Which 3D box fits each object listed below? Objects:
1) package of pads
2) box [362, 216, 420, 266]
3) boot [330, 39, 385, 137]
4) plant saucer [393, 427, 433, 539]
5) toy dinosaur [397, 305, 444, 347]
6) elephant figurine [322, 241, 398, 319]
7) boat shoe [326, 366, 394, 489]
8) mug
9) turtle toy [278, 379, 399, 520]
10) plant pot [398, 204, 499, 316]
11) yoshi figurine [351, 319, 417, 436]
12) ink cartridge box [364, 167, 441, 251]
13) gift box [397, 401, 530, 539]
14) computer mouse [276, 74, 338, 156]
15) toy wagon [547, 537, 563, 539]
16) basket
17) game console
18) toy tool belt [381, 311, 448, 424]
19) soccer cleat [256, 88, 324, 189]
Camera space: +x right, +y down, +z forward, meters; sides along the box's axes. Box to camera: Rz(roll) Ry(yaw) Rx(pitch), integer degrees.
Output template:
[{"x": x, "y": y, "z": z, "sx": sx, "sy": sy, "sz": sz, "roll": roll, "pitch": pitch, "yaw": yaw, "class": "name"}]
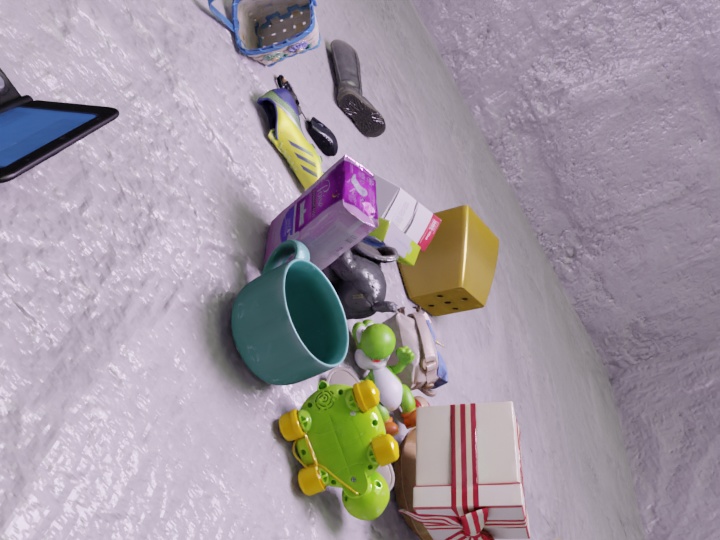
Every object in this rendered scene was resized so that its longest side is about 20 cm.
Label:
[{"x": -0.063, "y": -0.067, "z": 1.026, "sx": 0.075, "sy": 0.199, "sz": 0.122, "roll": 30, "pitch": 40, "yaw": -33, "class": "package of pads"}, {"x": 0.026, "y": -0.067, "z": 1.290, "sx": 0.200, "sy": 0.120, "sz": 0.048, "roll": 32, "pitch": 79, "yaw": -63, "class": "box"}, {"x": -0.009, "y": -0.449, "z": 1.675, "sx": 0.182, "sy": 0.072, "sz": 0.202, "roll": 43, "pitch": 26, "yaw": -46, "class": "boot"}, {"x": 0.106, "y": 0.372, "z": 1.170, "sx": 0.200, "sy": 0.035, "sz": 0.203, "roll": 41, "pitch": 40, "yaw": -46, "class": "plant saucer"}, {"x": 0.102, "y": 0.127, "z": 1.404, "sx": 0.199, "sy": 0.057, "sz": 0.103, "roll": 3, "pitch": 80, "yaw": -56, "class": "toy dinosaur"}, {"x": 0.000, "y": 0.000, "z": 1.170, "sx": 0.157, "sy": 0.140, "sz": 0.200, "roll": 58, "pitch": 28, "yaw": -4, "class": "elephant figurine"}, {"x": -0.009, "y": 0.251, "z": 1.052, "sx": 0.203, "sy": 0.072, "sz": 0.063, "roll": 67, "pitch": -20, "yaw": 14, "class": "boat shoe"}, {"x": -0.100, "y": 0.068, "z": 0.931, "sx": 0.153, "sy": 0.113, "sz": 0.186, "roll": 56, "pitch": 25, "yaw": -21, "class": "mug"}, {"x": -0.019, "y": 0.248, "z": 0.936, "sx": 0.101, "sy": 0.144, "sz": 0.203, "roll": 47, "pitch": 22, "yaw": -83, "class": "turtle toy"}, {"x": 0.200, "y": -0.007, "z": 1.561, "sx": 0.199, "sy": 0.197, "sz": 0.179, "roll": 35, "pitch": 49, "yaw": -50, "class": "plant pot"}, {"x": 0.040, "y": 0.175, "z": 1.147, "sx": 0.112, "sy": 0.111, "sz": 0.203, "roll": -4, "pitch": 69, "yaw": -58, "class": "yoshi figurine"}, {"x": 0.059, "y": -0.130, "z": 1.407, "sx": 0.146, "sy": 0.084, "sz": 0.199, "roll": 34, "pitch": 4, "yaw": 33, "class": "ink cartridge box"}, {"x": 0.164, "y": 0.335, "z": 1.072, "sx": 0.185, "sy": 0.197, "sz": 0.189, "roll": 59, "pitch": 27, "yaw": -48, "class": "gift box"}, {"x": -0.102, "y": -0.316, "z": 1.380, "sx": 0.201, "sy": 0.034, "sz": 0.059, "roll": 51, "pitch": 29, "yaw": -31, "class": "computer mouse"}, {"x": 0.504, "y": 0.767, "z": 1.667, "sx": 0.155, "sy": 0.039, "sz": 0.203, "roll": 29, "pitch": 43, "yaw": -54, "class": "toy wagon"}, {"x": -0.158, "y": -0.469, "z": 1.226, "sx": 0.200, "sy": 0.174, "sz": 0.141, "roll": 38, "pitch": 38, "yaw": -66, "class": "basket"}, {"x": -0.350, "y": -0.164, "z": 0.608, "sx": 0.177, "sy": 0.115, "sz": 0.201, "roll": 58, "pitch": 24, "yaw": -19, "class": "game console"}, {"x": 0.113, "y": 0.175, "z": 1.255, "sx": 0.121, "sy": 0.124, "sz": 0.203, "roll": -2, "pitch": 69, "yaw": -41, "class": "toy tool belt"}, {"x": -0.129, "y": -0.230, "z": 1.233, "sx": 0.083, "sy": 0.064, "sz": 0.203, "roll": -25, "pitch": 96, "yaw": -37, "class": "soccer cleat"}]
